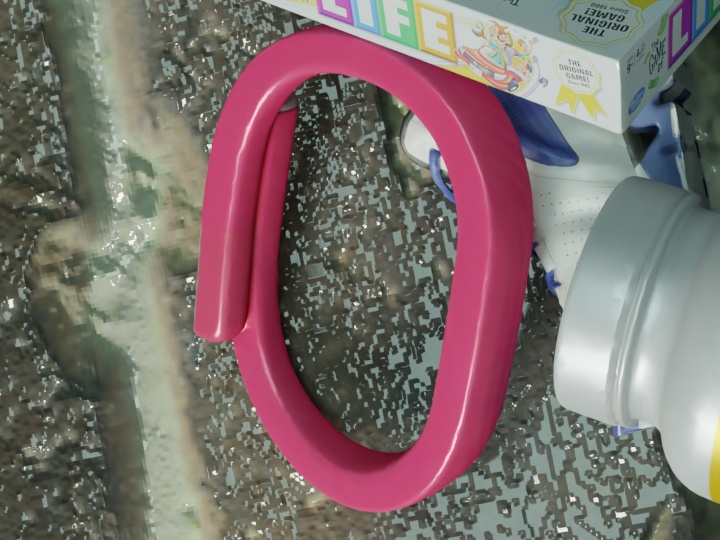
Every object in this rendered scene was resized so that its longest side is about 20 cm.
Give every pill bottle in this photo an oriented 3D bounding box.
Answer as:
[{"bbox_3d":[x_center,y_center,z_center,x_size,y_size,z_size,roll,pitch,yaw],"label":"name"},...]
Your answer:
[{"bbox_3d":[0.171,0.036,0.650,0.199,0.112,0.113,18,95,21],"label":"pill bottle"}]

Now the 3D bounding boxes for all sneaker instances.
[{"bbox_3d":[0.078,-0.031,0.783,0.114,0.080,0.201,-9,82,19],"label":"sneaker"}]

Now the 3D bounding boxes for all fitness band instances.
[{"bbox_3d":[0.000,0.000,0.779,0.143,0.037,0.201,25,121,31],"label":"fitness band"}]

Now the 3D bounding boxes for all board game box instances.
[{"bbox_3d":[0.047,-0.134,0.741,0.199,0.034,0.135,24,54,28],"label":"board game box"}]
